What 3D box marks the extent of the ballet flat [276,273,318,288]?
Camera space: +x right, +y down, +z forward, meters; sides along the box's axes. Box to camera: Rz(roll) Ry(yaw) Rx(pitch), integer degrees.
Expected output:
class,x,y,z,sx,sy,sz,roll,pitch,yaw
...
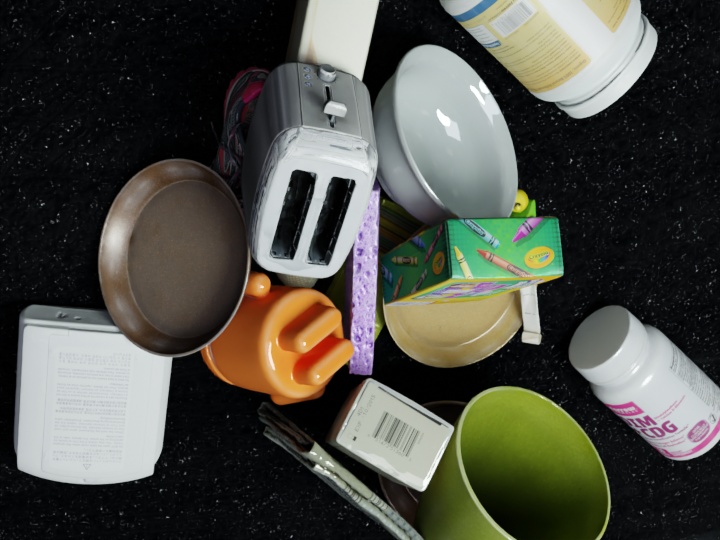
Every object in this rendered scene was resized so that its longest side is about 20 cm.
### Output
class,x,y,z,sx,sy,sz,roll,pitch,yaw
ballet flat,-0.053,-0.063,0.939,0.066,0.062,0.203,9,107,-15

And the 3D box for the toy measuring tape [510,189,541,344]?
class,x,y,z,sx,sy,sz,roll,pitch,yaw
toy measuring tape,0.181,0.007,0.976,0.072,0.074,0.203,-12,114,-8

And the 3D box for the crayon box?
class,x,y,z,sx,sy,sz,roll,pitch,yaw
crayon box,0.106,-0.006,0.876,0.117,0.200,0.059,-2,81,-17

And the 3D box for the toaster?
class,x,y,z,sx,sy,sz,roll,pitch,yaw
toaster,-0.053,-0.085,0.809,0.112,0.130,0.202,10,127,-16

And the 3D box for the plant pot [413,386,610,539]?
class,x,y,z,sx,sy,sz,roll,pitch,yaw
plant pot,0.140,0.261,0.949,0.184,0.189,0.201,17,137,-17

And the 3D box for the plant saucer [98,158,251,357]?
class,x,y,z,sx,sy,sz,roll,pitch,yaw
plant saucer,-0.189,-0.013,0.890,0.197,0.034,0.204,-1,88,26

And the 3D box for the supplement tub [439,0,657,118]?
class,x,y,z,sx,sy,sz,roll,pitch,yaw
supplement tub,0.192,-0.268,0.875,0.199,0.145,0.145,37,98,-21

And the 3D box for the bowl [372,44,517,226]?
class,x,y,z,sx,sy,sz,roll,pitch,yaw
bowl,0.074,-0.126,0.905,0.090,0.202,0.201,-20,121,41

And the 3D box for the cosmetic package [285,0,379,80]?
class,x,y,z,sx,sy,sz,roll,pitch,yaw
cosmetic package,-0.022,-0.277,0.849,0.070,0.105,0.203,9,105,-14

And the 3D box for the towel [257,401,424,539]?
class,x,y,z,sx,sy,sz,roll,pitch,yaw
towel,-0.031,0.239,0.986,0.200,0.192,0.035,46,78,-21

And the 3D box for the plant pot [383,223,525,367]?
class,x,y,z,sx,sy,sz,roll,pitch,yaw
plant pot,0.116,0.019,1.016,0.197,0.028,0.203,-7,113,-16

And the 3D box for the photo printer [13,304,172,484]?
class,x,y,z,sx,sy,sz,roll,pitch,yaw
photo printer,-0.298,0.145,0.956,0.163,0.070,0.203,5,109,-14

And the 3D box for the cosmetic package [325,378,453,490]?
class,x,y,z,sx,sy,sz,roll,pitch,yaw
cosmetic package,0.025,0.178,0.926,0.104,0.200,0.072,30,78,-1

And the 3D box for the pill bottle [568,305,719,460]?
class,x,y,z,sx,sy,sz,roll,pitch,yaw
pill bottle,0.359,0.139,1.073,0.199,0.114,0.114,39,98,-21

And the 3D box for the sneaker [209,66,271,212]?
class,x,y,z,sx,sy,sz,roll,pitch,yaw
sneaker,-0.125,-0.109,0.901,0.079,0.075,0.203,4,109,-13

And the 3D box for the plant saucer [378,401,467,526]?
class,x,y,z,sx,sy,sz,roll,pitch,yaw
plant saucer,0.120,0.247,1.059,0.197,0.034,0.204,5,109,16

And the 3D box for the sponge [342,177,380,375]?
class,x,y,z,sx,sy,sz,roll,pitch,yaw
sponge,0.000,0.000,0.928,0.029,0.112,0.203,1,107,-5

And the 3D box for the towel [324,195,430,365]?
class,x,y,z,sx,sy,sz,roll,pitch,yaw
towel,0.011,0.018,1.006,0.085,0.018,0.202,25,102,-18

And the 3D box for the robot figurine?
class,x,y,z,sx,sy,sz,roll,pitch,yaw
robot figurine,-0.097,0.075,0.920,0.143,0.198,0.118,29,72,-41
